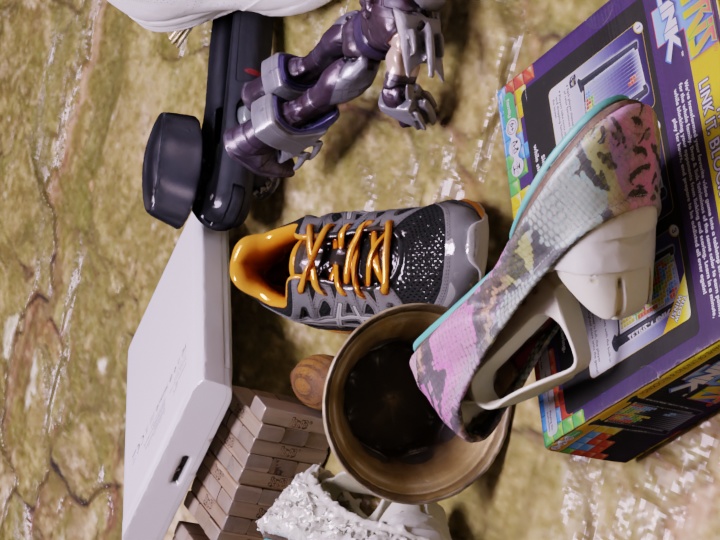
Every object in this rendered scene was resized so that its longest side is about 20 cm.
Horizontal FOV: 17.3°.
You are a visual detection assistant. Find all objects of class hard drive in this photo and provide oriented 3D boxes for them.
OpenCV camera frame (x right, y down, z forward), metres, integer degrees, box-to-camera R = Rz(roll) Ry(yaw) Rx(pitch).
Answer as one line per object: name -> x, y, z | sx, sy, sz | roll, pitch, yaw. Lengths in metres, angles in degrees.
hard drive -> -0.114, 0.063, 1.470 | 0.200, 0.026, 0.132 | -96, 29, -58

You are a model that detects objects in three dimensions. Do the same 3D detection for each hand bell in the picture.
hand bell -> 0.000, 0.067, 1.312 | 0.200, 0.104, 0.105 | -176, 97, -72

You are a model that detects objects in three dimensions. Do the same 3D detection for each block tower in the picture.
block tower -> -0.078, 0.164, 1.408 | 0.058, 0.054, 0.201 | 42, 115, 54

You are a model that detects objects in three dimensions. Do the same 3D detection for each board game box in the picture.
board game box -> 0.143, -0.033, 1.114 | 0.165, 0.057, 0.201 | -36, 51, 46

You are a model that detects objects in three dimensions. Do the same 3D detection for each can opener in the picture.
can opener -> -0.082, -0.114, 1.506 | 0.063, 0.078, 0.201 | -20, 51, 48

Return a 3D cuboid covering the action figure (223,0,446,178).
action figure -> 0.001, -0.130, 1.372 | 0.200, 0.069, 0.131 | -35, 44, 44

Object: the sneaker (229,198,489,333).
sneaker -> 0.000, 0.000, 1.316 | 0.200, 0.077, 0.079 | -14, 67, 55

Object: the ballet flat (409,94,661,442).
ballet flat -> 0.090, 0.009, 1.081 | 0.071, 0.069, 0.200 | 58, 134, 25

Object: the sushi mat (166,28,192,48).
sushi mat -> -0.075, -0.243, 1.544 | 0.200, 0.012, 0.096 | -51, 32, 23

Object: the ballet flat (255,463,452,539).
ballet flat -> 0.008, 0.142, 1.269 | 0.200, 0.072, 0.072 | 15, 93, 59

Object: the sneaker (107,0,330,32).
sneaker -> -0.083, -0.197, 1.461 | 0.199, 0.088, 0.076 | -15, 70, 29
